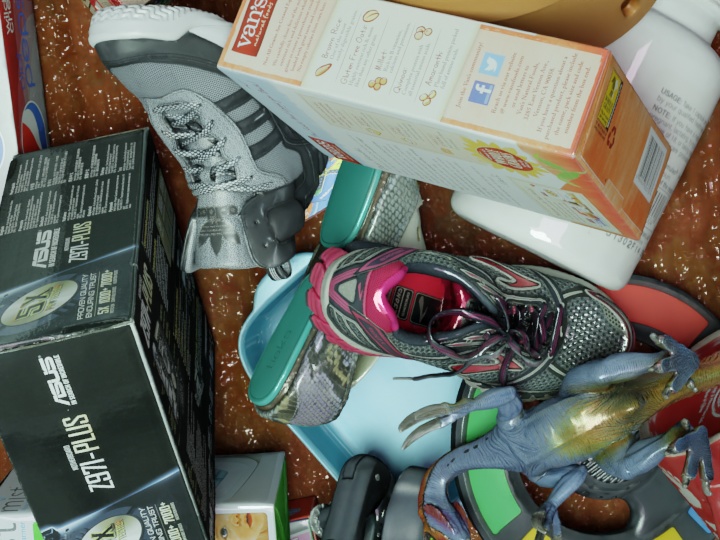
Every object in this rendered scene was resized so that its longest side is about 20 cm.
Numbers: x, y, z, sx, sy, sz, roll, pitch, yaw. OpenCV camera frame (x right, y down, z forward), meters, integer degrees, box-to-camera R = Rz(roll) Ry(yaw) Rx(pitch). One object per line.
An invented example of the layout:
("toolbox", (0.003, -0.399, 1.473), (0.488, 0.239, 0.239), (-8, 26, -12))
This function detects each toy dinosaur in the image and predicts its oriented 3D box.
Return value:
("toy dinosaur", (0.117, 0.104, 0.849), (0.181, 0.199, 0.106), (-24, 83, 50))

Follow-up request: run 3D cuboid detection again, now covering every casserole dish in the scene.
("casserole dish", (0.013, 0.070, 0.952), (0.121, 0.039, 0.200), (-40, 96, 10))

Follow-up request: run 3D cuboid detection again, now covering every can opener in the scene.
("can opener", (-0.010, 0.203, 0.889), (0.063, 0.078, 0.201), (36, 61, -33))

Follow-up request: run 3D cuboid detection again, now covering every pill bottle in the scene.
("pill bottle", (0.143, -0.100, 0.867), (0.114, 0.114, 0.201), (26, 92, -3))

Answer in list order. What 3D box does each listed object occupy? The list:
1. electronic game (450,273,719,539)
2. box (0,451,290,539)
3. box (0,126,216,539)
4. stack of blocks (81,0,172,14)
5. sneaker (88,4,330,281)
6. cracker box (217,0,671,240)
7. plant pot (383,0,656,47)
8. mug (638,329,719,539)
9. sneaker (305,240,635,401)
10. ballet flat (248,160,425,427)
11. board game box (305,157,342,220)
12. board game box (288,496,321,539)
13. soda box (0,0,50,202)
("electronic game", (0.151, 0.101, 0.926), (0.199, 0.042, 0.202), (-1, 96, -13))
("box", (-0.128, 0.221, 0.920), (0.175, 0.097, 0.201), (-2, 102, 1))
("box", (-0.140, 0.044, 0.836), (0.086, 0.200, 0.165), (-11, 124, 2))
("stack of blocks", (-0.078, -0.220, 0.855), (0.200, 0.115, 0.059), (-42, 98, -8))
("sneaker", (-0.079, -0.061, 0.823), (0.075, 0.200, 0.115), (-2, 71, 29))
("cracker box", (0.045, -0.083, 0.769), (0.199, 0.134, 0.058), (17, 82, 27))
("plant pot", (0.082, -0.199, 0.782), (0.199, 0.140, 0.201), (-9, 66, 21))
("mug", (0.265, 0.142, 0.867), (0.133, 0.178, 0.200), (-38, 107, 16))
("sneaker", (0.070, 0.033, 0.844), (0.199, 0.075, 0.081), (8, 88, -26))
("ballet flat", (0.000, 0.000, 0.891), (0.072, 0.072, 0.201), (23, 88, -2))
("board game box", (-0.004, -0.108, 0.925), (0.199, 0.019, 0.103), (-30, 97, 8))
("board game box", (-0.110, 0.243, 0.992), (0.199, 0.040, 0.154), (-11, 101, 5))
("soda box", (-0.230, -0.109, 0.910), (0.063, 0.070, 0.201), (-4, 102, 6))
